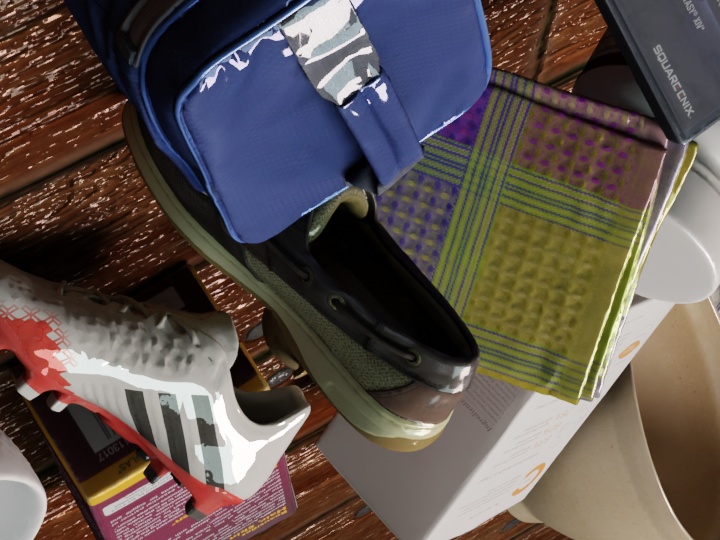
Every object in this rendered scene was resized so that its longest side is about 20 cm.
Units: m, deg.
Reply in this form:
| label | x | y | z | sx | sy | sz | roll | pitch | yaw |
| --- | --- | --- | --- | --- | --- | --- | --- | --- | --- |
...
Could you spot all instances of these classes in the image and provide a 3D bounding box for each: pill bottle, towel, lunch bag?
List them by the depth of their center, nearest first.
| label | x | y | z | sx | sy | sz | roll | pitch | yaw |
| --- | --- | --- | --- | --- | --- | --- | --- | --- | --- |
| lunch bag | -0.031 | -0.097 | 0.940 | 0.135 | 0.133 | 0.200 | -33 | 159 | -2 |
| towel | 0.037 | -0.030 | 1.093 | 0.023 | 0.199 | 0.145 | -59 | 167 | -63 |
| pill bottle | 0.169 | -0.093 | 1.163 | 0.201 | 0.114 | 0.114 | -60 | 168 | -21 |

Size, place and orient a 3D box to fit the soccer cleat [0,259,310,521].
| label | x | y | z | sx | sy | sz | roll | pitch | yaw |
| --- | --- | --- | --- | --- | --- | --- | --- | --- | --- |
| soccer cleat | -0.105 | 0.039 | 1.146 | 0.085 | 0.069 | 0.200 | -44 | 123 | 5 |

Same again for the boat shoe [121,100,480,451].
| label | x | y | z | sx | sy | sz | roll | pitch | yaw |
| --- | --- | --- | --- | --- | --- | --- | --- | --- | --- |
| boat shoe | -0.021 | -0.017 | 1.043 | 0.065 | 0.200 | 0.073 | -49 | 169 | 36 |

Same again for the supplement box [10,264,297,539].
| label | x | y | z | sx | sy | sz | roll | pitch | yaw |
| --- | --- | --- | --- | --- | --- | --- | --- | --- | --- |
| supplement box | -0.106 | 0.093 | 1.313 | 0.110 | 0.086 | 0.200 | -30 | 159 | -10 |

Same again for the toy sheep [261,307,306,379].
| label | x | y | z | sx | sy | sz | roll | pitch | yaw |
| --- | --- | --- | --- | --- | --- | --- | --- | --- | --- |
| toy sheep | 0.018 | -0.020 | 1.183 | 0.137 | 0.138 | 0.200 | -8 | 148 | -49 |

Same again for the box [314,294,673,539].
| label | x | y | z | sx | sy | sz | roll | pitch | yaw |
| --- | --- | --- | --- | --- | --- | --- | --- | --- | --- |
| box | 0.083 | 0.056 | 1.452 | 0.124 | 0.098 | 0.201 | -19 | 149 | -51 |

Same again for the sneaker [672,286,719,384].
| label | x | y | z | sx | sy | sz | roll | pitch | yaw |
| --- | --- | --- | --- | --- | --- | --- | --- | --- | --- |
| sneaker | 0.252 | 0.007 | 1.680 | 0.075 | 0.088 | 0.201 | -57 | 169 | -69 |

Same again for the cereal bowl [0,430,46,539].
| label | x | y | z | sx | sy | sz | roll | pitch | yaw |
| --- | --- | --- | --- | --- | --- | --- | --- | --- | --- |
| cereal bowl | -0.255 | 0.124 | 1.164 | 0.199 | 0.084 | 0.200 | -29 | 158 | -13 |

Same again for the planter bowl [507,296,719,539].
| label | x | y | z | sx | sy | sz | roll | pitch | yaw |
| --- | --- | --- | --- | --- | --- | --- | --- | --- | --- |
| planter bowl | 0.158 | 0.096 | 1.607 | 0.134 | 0.202 | 0.200 | -12 | 170 | 27 |

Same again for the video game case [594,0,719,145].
| label | x | y | z | sx | sy | sz | roll | pitch | yaw |
| --- | --- | --- | --- | --- | --- | --- | --- | --- | --- |
| video game case | 0.180 | -0.167 | 1.030 | 0.199 | 0.143 | 0.019 | -35 | -157 | -8 |
